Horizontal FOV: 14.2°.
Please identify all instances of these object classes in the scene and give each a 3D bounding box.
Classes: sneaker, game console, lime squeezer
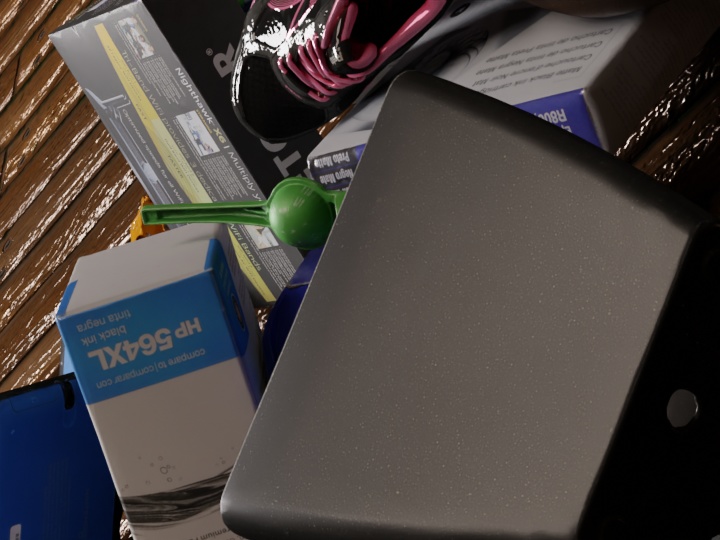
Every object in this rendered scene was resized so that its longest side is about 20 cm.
[{"bbox_3d":[-0.008,-0.119,1.422,0.200,0.079,0.096,-44,15,40],"label":"sneaker"},{"bbox_3d":[-0.198,0.140,1.709,0.118,0.170,0.201,18,112,37],"label":"game console"},{"bbox_3d":[-0.030,-0.014,1.353,0.071,0.038,0.200,-39,30,-15],"label":"lime squeezer"}]

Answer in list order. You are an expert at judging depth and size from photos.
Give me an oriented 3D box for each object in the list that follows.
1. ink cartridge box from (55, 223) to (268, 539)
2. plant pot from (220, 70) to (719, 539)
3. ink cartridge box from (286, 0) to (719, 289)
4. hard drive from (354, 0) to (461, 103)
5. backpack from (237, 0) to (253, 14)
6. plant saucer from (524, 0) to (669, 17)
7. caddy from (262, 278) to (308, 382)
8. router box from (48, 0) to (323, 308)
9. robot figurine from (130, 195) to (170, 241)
[{"bbox_3d":[-0.076,0.089,1.434,0.084,0.201,0.146,-17,11,2],"label":"ink cartridge box"},{"bbox_3d":[0.100,0.057,1.139,0.177,0.199,0.201,13,78,54],"label":"plant pot"},{"bbox_3d":[0.067,-0.080,1.380,0.199,0.041,0.200,-13,30,48],"label":"ink cartridge box"},{"bbox_3d":[0.053,-0.148,1.530,0.200,0.131,0.027,-39,68,47],"label":"hard drive"},{"bbox_3d":[-0.010,-0.175,1.672,0.200,0.162,0.155,-44,51,43],"label":"backpack"},{"bbox_3d":[0.157,-0.175,1.348,0.199,0.032,0.200,-30,21,13],"label":"plant saucer"},{"bbox_3d":[0.036,0.047,1.389,0.141,0.105,0.200,-37,23,10],"label":"caddy"},{"bbox_3d":[-0.083,-0.075,1.665,0.052,0.201,0.157,-37,13,-22],"label":"router box"},{"bbox_3d":[-0.121,0.046,1.778,0.200,0.058,0.146,-103,26,-57],"label":"robot figurine"}]
